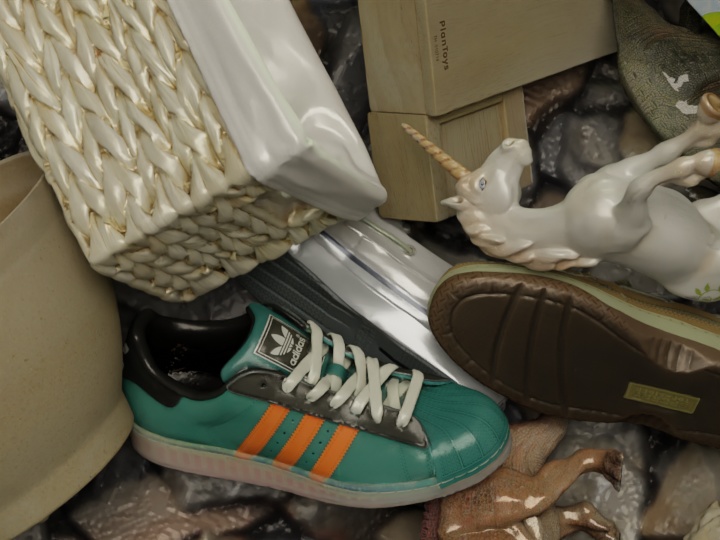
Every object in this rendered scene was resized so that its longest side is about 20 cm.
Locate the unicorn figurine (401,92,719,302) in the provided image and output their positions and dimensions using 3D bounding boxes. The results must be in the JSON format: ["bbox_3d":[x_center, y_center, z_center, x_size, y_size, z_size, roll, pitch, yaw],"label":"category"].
[{"bbox_3d":[0.137,-0.031,1.431,0.200,0.137,0.074,33,39,-26],"label":"unicorn figurine"}]

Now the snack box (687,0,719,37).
[{"bbox_3d":[0.198,-0.215,1.459,0.200,0.169,0.068,48,44,11],"label":"snack box"}]

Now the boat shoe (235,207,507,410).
[{"bbox_3d":[0.000,0.000,1.520,0.200,0.074,0.067,39,64,-1],"label":"boat shoe"}]

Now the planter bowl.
[{"bbox_3d":[-0.194,0.054,1.447,0.200,0.200,0.135,-37,106,-10],"label":"planter bowl"}]

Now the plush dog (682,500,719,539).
[{"bbox_3d":[0.215,0.182,1.424,0.199,0.161,0.172,-29,71,-7],"label":"plush dog"}]

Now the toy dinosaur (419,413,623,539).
[{"bbox_3d":[0.057,0.142,1.472,0.135,0.086,0.201,7,70,8],"label":"toy dinosaur"}]

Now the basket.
[{"bbox_3d":[-0.096,-0.096,1.431,0.123,0.136,0.201,-32,72,11],"label":"basket"}]

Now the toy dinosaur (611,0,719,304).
[{"bbox_3d":[0.177,-0.089,1.515,0.102,0.077,0.200,-39,99,-37],"label":"toy dinosaur"}]

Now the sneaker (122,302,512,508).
[{"bbox_3d":[-0.026,0.061,1.462,0.199,0.080,0.072,4,42,15],"label":"sneaker"}]

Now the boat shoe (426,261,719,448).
[{"bbox_3d":[0.123,0.034,1.494,0.199,0.076,0.072,21,119,-16],"label":"boat shoe"}]

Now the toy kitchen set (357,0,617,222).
[{"bbox_3d":[0.017,-0.147,1.559,0.163,0.180,0.201,-21,110,-46],"label":"toy kitchen set"}]
